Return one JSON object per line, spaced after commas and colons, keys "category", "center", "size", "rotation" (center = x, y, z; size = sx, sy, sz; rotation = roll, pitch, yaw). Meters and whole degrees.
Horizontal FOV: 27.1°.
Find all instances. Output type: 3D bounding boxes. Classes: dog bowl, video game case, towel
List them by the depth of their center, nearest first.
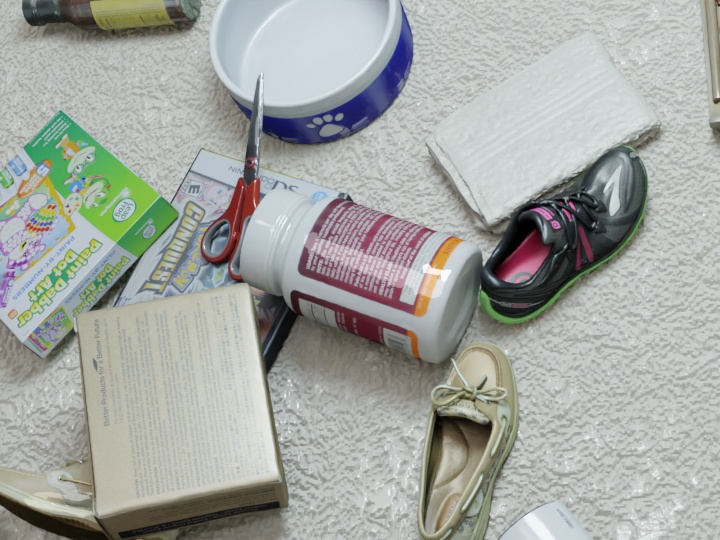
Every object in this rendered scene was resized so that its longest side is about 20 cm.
{"category": "towel", "center": [0.171, -0.130, 1.421], "size": [0.200, 0.034, 0.133], "rotation": [-31, 60, 1]}
{"category": "video game case", "center": [-0.127, -0.012, 1.466], "size": [0.180, 0.026, 0.200], "rotation": [19, 71, 26]}
{"category": "dog bowl", "center": [-0.049, -0.232, 1.521], "size": [0.199, 0.079, 0.201], "rotation": [-8, 62, 15]}

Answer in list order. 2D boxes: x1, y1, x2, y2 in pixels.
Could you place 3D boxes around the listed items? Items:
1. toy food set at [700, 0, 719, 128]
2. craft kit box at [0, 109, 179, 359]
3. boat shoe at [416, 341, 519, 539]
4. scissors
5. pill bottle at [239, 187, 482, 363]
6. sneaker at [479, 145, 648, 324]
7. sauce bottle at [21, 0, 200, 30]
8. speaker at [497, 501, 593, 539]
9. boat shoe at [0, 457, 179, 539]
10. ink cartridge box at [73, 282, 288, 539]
{"category": "toy food set", "center": [0.387, -0.225, 1.378], "size": [0.143, 0.060, 0.201], "rotation": [-6, 62, 16]}
{"category": "craft kit box", "center": [-0.314, -0.041, 1.522], "size": [0.200, 0.049, 0.197], "rotation": [-48, 56, -6]}
{"category": "boat shoe", "center": [0.091, 0.148, 1.287], "size": [0.073, 0.063, 0.201], "rotation": [1, 64, 20]}
{"category": "scissors", "center": [-0.101, -0.090, 1.443], "size": [0.073, 0.014, 0.201], "rotation": [18, 89, 33]}
{"category": "pill bottle", "center": [0.000, 0.000, 1.353], "size": [0.200, 0.114, 0.114], "rotation": [20, 72, 18]}
{"category": "sneaker", "center": [0.184, -0.035, 1.337], "size": [0.077, 0.084, 0.200], "rotation": [39, 82, 28]}
{"category": "sauce bottle", "center": [-0.275, -0.297, 1.641], "size": [0.199, 0.065, 0.065], "rotation": [0, 64, 18]}
{"category": "speaker", "center": [0.191, 0.282, 1.176], "size": [0.081, 0.081, 0.200], "rotation": [-37, 59, -2]}
{"category": "boat shoe", "center": [-0.254, 0.209, 1.374], "size": [0.199, 0.072, 0.065], "rotation": [13, 63, 18]}
{"category": "ink cartridge box", "center": [-0.160, 0.125, 1.334], "size": [0.164, 0.075, 0.200], "rotation": [-10, 62, -1]}
